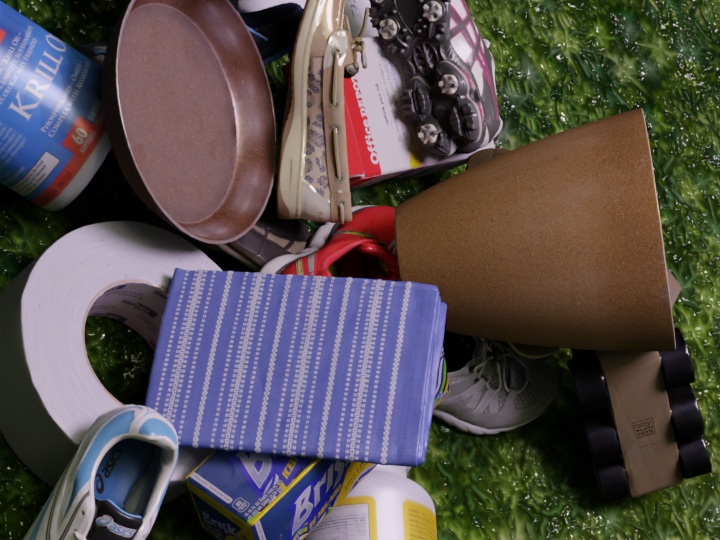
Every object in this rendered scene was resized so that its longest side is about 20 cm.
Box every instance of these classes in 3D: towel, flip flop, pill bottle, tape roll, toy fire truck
[{"bbox_3d":[-0.045,0.067,1.349,0.199,0.024,0.145,4,57,7],"label":"towel"},{"bbox_3d":[-0.114,-0.053,1.503,0.200,0.057,0.081,42,51,-34],"label":"flip flop"},{"bbox_3d":[0.001,0.215,1.403,0.112,0.112,0.200,16,58,-31],"label":"pill bottle"},{"bbox_3d":[-0.274,-0.137,1.382,0.200,0.112,0.112,32,51,-21],"label":"pill bottle"},{"bbox_3d":[-0.167,0.067,1.385,0.200,0.066,0.201,19,55,-29],"label":"tape roll"},{"bbox_3d":[0.232,0.066,1.642,0.200,0.128,0.176,-105,177,-48],"label":"toy fire truck"}]

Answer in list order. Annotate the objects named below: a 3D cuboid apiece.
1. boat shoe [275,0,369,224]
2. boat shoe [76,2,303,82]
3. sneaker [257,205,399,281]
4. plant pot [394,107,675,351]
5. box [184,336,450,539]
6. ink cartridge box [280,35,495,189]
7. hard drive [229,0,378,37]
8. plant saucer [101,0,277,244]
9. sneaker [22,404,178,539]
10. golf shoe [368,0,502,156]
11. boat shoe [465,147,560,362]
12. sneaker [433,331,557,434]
[{"bbox_3d":[-0.024,-0.136,1.497,0.063,0.073,0.201,8,96,1],"label":"boat shoe"},{"bbox_3d":[-0.127,-0.179,1.507,0.200,0.084,0.069,-27,109,-32],"label":"boat shoe"},{"bbox_3d":[0.000,0.000,1.518,0.200,0.085,0.077,-39,114,-55],"label":"sneaker"},{"bbox_3d":[0.131,-0.020,1.487,0.199,0.186,0.187,-7,63,7],"label":"plant pot"},{"bbox_3d":[-0.027,0.115,1.368,0.070,0.064,0.200,30,61,32],"label":"box"},{"bbox_3d":[0.010,-0.132,1.618,0.200,0.067,0.116,-12,86,-41],"label":"ink cartridge box"},{"bbox_3d":[-0.050,-0.259,1.660,0.200,0.025,0.132,8,62,-46],"label":"hard drive"},{"bbox_3d":[-0.128,-0.116,1.413,0.200,0.034,0.201,24,62,-55],"label":"plant saucer"},{"bbox_3d":[-0.180,0.181,1.265,0.072,0.072,0.200,26,85,-22],"label":"sneaker"},{"bbox_3d":[0.064,-0.193,1.600,0.088,0.077,0.201,-12,88,-58],"label":"golf shoe"},{"bbox_3d":[0.129,-0.006,1.607,0.072,0.066,0.201,-9,59,-8],"label":"boat shoe"},{"bbox_3d":[0.088,0.083,1.562,0.200,0.082,0.075,8,62,-35],"label":"sneaker"}]
